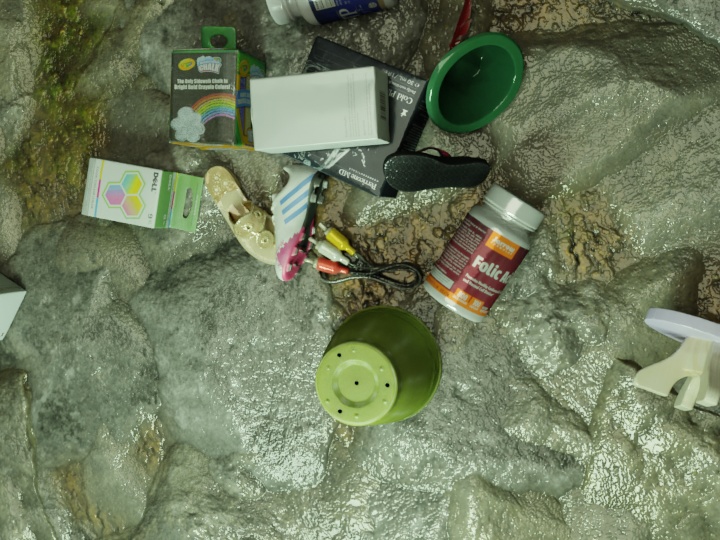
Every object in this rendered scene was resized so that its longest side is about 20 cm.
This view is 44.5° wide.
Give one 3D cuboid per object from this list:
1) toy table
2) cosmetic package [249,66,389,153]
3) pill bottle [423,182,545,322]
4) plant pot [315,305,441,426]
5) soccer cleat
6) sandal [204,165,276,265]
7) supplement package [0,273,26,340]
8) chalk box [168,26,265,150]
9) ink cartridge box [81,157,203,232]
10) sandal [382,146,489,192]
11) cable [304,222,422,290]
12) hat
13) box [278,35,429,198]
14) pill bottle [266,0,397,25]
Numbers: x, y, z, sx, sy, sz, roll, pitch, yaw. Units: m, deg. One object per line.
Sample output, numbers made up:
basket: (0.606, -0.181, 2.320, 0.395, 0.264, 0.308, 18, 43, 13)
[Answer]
toy table: (0.506, 0.145, 1.298, 0.200, 0.184, 0.117, 18, 81, 21)
cosmetic package: (-0.062, -0.241, 1.337, 0.200, 0.081, 0.113, -1, 93, 17)
pill bottle: (0.197, -0.029, 1.387, 0.114, 0.114, 0.200, 34, 101, 11)
plant pot: (0.015, 0.164, 1.406, 0.200, 0.193, 0.201, 1, 93, 15)
soccer cleat: (-0.119, -0.085, 1.496, 0.086, 0.070, 0.200, 18, 92, 20)
sandal: (-0.205, -0.091, 1.512, 0.078, 0.070, 0.212, -40, 83, 13)
supplement package: (-0.754, 0.039, 1.638, 0.200, 0.117, 0.117, 32, 100, 10)
chalk box: (-0.238, -0.307, 1.482, 0.125, 0.124, 0.200, 5, 93, 15)
ink cartridge box: (-0.388, -0.133, 1.562, 0.200, 0.059, 0.104, 12, 96, 14)
sandal: (0.114, -0.163, 1.385, 0.075, 0.200, 0.045, -57, 46, 40)
cable: (0.000, 0.000, 1.473, 0.200, 0.050, 0.097, 25, 103, 13)
hat: (0.154, -0.344, 1.416, 0.200, 0.166, 0.176, -34, 47, -1)
box: (-0.005, -0.245, 1.426, 0.200, 0.124, 0.197, 25, 101, 12)
pill bottle: (-0.049, -0.465, 1.424, 0.200, 0.120, 0.120, -9, 91, 15)
